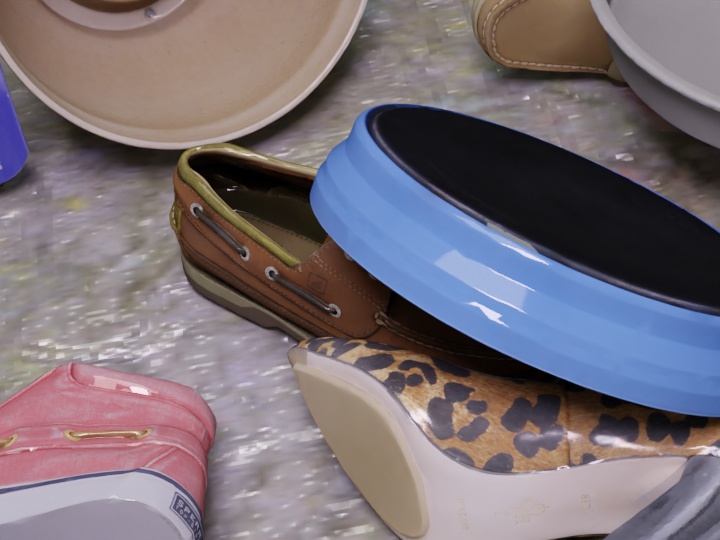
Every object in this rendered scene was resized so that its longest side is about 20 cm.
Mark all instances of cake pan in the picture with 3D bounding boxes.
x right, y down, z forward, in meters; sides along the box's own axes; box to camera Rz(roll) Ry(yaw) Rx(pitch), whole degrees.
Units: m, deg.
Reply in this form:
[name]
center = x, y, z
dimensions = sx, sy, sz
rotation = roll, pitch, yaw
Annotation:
[cake pan]
center = 0.196, -0.114, 0.801
dimensions = 0.200, 0.037, 0.200
rotation = 0, 46, 0

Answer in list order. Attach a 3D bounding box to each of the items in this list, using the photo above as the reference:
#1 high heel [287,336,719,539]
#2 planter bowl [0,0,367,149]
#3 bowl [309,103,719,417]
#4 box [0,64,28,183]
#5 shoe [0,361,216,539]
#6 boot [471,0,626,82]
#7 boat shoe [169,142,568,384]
[high heel]
center = 0.076, 0.060, 0.738
dimensions = 0.142, 0.071, 0.200
rotation = -27, 43, -32
[planter bowl]
center = -0.107, -0.169, 0.912
dimensions = 0.200, 0.200, 0.135
rotation = -25, 20, -14
[bowl]
center = 0.079, -0.010, 0.731
dimensions = 0.200, 0.039, 0.201
rotation = 21, 18, -7
[box]
center = -0.260, -0.087, 0.889
dimensions = 0.200, 0.119, 0.042
rotation = -1, 46, 8
[shoe]
center = -0.155, 0.095, 0.737
dimensions = 0.200, 0.072, 0.091
rotation = -9, 30, 9
[boot]
center = 0.156, -0.089, 0.854
dimensions = 0.200, 0.073, 0.156
rotation = -2, 47, 0
[boat shoe]
center = 0.000, 0.000, 0.795
dimensions = 0.200, 0.068, 0.072
rotation = 17, 50, 23
